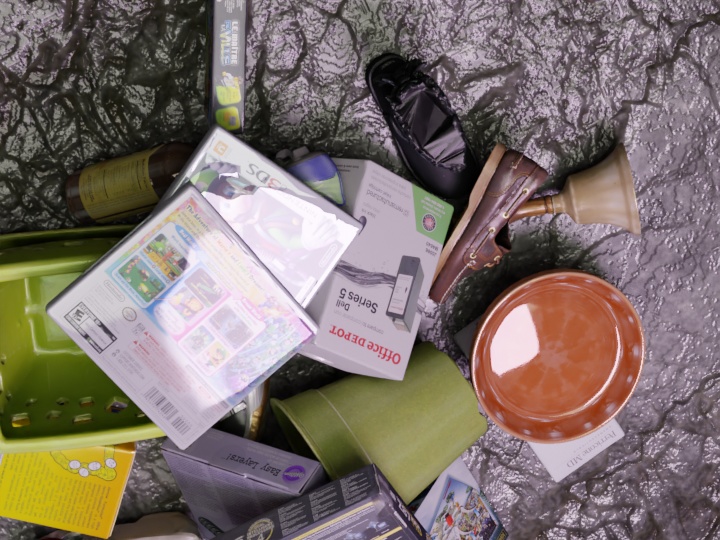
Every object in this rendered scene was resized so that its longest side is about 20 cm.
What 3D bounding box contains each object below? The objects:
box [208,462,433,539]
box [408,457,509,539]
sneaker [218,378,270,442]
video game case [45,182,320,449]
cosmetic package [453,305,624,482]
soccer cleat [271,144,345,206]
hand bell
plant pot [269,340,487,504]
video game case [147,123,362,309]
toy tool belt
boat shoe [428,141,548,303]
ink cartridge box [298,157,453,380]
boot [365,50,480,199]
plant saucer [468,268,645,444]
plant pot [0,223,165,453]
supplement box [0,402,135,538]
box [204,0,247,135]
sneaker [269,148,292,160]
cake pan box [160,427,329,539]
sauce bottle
[{"bbox_3d":[-0.036,0.298,1.538,0.200,0.049,0.161,-27,132,10],"label":"box"},{"bbox_3d":[0.085,0.322,1.701,0.038,0.200,0.137,-12,118,41],"label":"box"},{"bbox_3d":[-0.144,0.125,1.657,0.087,0.076,0.201,8,102,2],"label":"sneaker"},{"bbox_3d":[-0.167,0.046,1.430,0.182,0.024,0.200,-41,112,0],"label":"video game case"},{"bbox_3d":[0.205,0.132,1.711,0.101,0.071,0.200,-36,111,2],"label":"cosmetic package"},{"bbox_3d":[-0.106,-0.052,1.517,0.200,0.065,0.084,-28,89,19],"label":"soccer cleat"},{"bbox_3d":[0.201,-0.070,1.648,0.199,0.104,0.104,-11,110,6],"label":"hand bell"},{"bbox_3d":[0.032,0.177,1.649,0.190,0.200,0.200,-32,111,-10],"label":"plant pot"},{"bbox_3d":[-0.124,-0.012,1.449,0.182,0.023,0.200,34,95,-22],"label":"video game case"},{"bbox_3d":[-0.269,0.353,1.677,0.199,0.125,0.123,-8,101,-7],"label":"toy tool belt"},{"bbox_3d":[0.132,-0.039,1.608,0.070,0.070,0.200,29,120,1],"label":"boat shoe"},{"bbox_3d":[0.000,0.000,1.563,0.145,0.084,0.200,25,78,-44],"label":"ink cartridge box"},{"bbox_3d":[0.077,-0.138,1.551,0.073,0.162,0.198,-34,112,0],"label":"boot"},{"bbox_3d":[0.215,0.094,1.647,0.200,0.032,0.201,-3,107,-10],"label":"plant saucer"},{"bbox_3d":[-0.293,0.056,1.541,0.198,0.182,0.201,-5,109,-8],"label":"plant pot"},{"bbox_3d":[-0.354,0.199,1.616,0.200,0.109,0.110,15,105,-15],"label":"supplement box"},{"bbox_3d":[-0.136,-0.246,1.506,0.035,0.110,0.201,0,108,-10],"label":"box"},{"bbox_3d":[-0.084,-0.033,1.615,0.099,0.071,0.200,-17,122,15],"label":"sneaker"},{"bbox_3d":[-0.105,0.259,1.619,0.052,0.200,0.184,-54,141,-32],"label":"cake pan box"},{"bbox_3d":[-0.205,-0.095,1.526,0.200,0.065,0.065,-11,112,24],"label":"sauce bottle"}]
